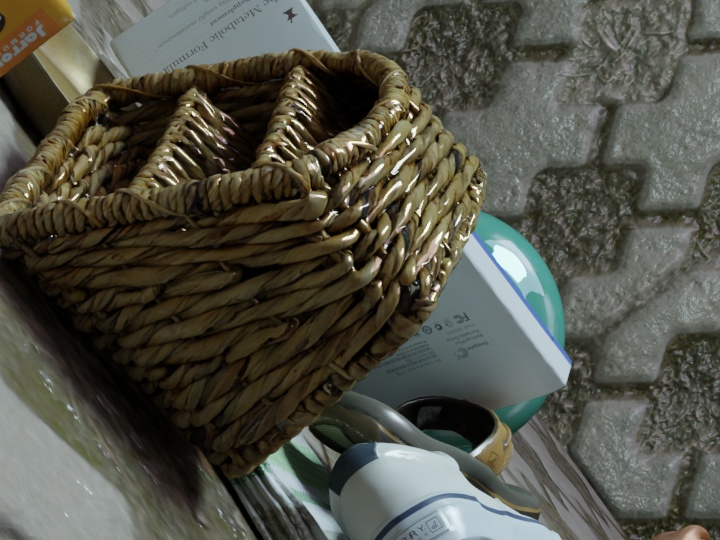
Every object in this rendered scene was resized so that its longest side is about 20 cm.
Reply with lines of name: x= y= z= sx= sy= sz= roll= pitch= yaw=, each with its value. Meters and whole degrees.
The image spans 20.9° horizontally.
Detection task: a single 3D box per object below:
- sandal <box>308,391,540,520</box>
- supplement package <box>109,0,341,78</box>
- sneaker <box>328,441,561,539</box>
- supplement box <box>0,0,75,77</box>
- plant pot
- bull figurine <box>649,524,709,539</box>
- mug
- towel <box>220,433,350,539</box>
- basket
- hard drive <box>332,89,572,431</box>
sandal: x=0.039 y=0.086 z=0.976 sx=0.081 sy=0.055 sz=0.200 roll=12 pitch=-14 yaw=33
supplement package: x=-0.041 y=-0.069 z=1.125 sx=0.200 sy=0.113 sz=0.110 roll=57 pitch=1 yaw=32
sneaker: x=0.043 y=0.117 z=0.882 sx=0.071 sy=0.073 sz=0.200 roll=56 pitch=3 yaw=25
supplement box: x=-0.201 y=-0.156 z=0.818 sx=0.069 sy=0.066 sz=0.200 roll=56 pitch=6 yaw=31
plant pot: x=-0.144 y=-0.080 z=1.045 sx=0.201 sy=0.027 sz=0.200 roll=53 pitch=4 yaw=-6
bull figurine: x=0.107 y=0.192 z=0.902 sx=0.065 sy=0.199 sz=0.122 roll=23 pitch=-56 yaw=39
mug: x=0.057 y=0.050 z=1.187 sx=0.186 sy=0.152 sz=0.114 roll=55 pitch=-8 yaw=0
towel: x=-0.024 y=0.100 z=0.890 sx=0.201 sy=0.031 sz=0.149 roll=56 pitch=6 yaw=25
basket: x=-0.043 y=-0.040 z=0.815 sx=0.149 sy=0.143 sz=0.200 roll=46 pitch=19 yaw=-11
hard drive: x=0.000 y=0.000 z=0.990 sx=0.200 sy=0.131 sz=0.025 roll=52 pitch=39 yaw=-25
